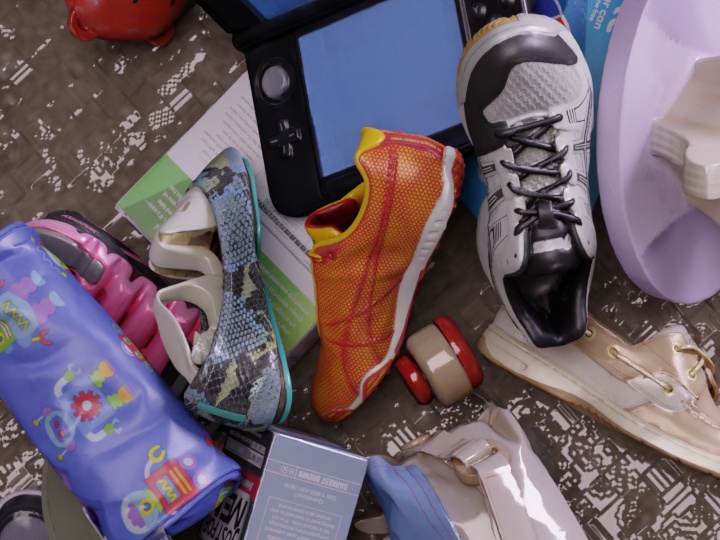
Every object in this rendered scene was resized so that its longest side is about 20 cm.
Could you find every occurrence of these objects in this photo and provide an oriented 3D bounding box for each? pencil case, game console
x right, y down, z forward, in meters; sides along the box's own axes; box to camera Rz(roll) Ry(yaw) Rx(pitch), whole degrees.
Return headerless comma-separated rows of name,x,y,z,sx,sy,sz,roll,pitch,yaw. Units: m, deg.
pencil case,-0.154,0.071,1.471,0.087,0.078,0.200,-41,82,1
game console,-0.015,-0.141,1.488,0.199,0.116,0.177,-19,75,36

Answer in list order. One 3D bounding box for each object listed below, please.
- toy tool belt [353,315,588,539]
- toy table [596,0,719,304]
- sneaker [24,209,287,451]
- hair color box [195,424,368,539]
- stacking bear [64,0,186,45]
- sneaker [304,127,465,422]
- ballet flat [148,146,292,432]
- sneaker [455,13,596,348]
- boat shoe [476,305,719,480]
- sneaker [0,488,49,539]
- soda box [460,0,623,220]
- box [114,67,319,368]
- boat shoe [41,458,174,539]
toy tool belt,0.046,0.137,1.493,0.122,0.125,0.201,-30,74,-4
toy table,0.209,-0.071,1.435,0.117,0.183,0.202,19,124,49
sneaker,-0.121,0.032,1.570,0.200,0.095,0.079,41,102,-9
hair color box,-0.062,0.188,1.499,0.060,0.099,0.202,16,89,-16
stacking bear,-0.140,-0.237,1.610,0.113,0.121,0.202,1,90,47
sneaker,0.000,0.000,1.515,0.077,0.073,0.201,17,123,-1
ballet flat,-0.085,0.004,1.497,0.074,0.074,0.201,-21,45,7
sneaker,0.099,-0.044,1.427,0.075,0.201,0.088,-14,44,-3
boat shoe,0.164,0.061,1.507,0.199,0.074,0.070,27,92,16
sneaker,-0.179,0.217,1.526,0.075,0.114,0.202,-16,77,8
soda box,0.120,-0.120,1.507,0.067,0.064,0.201,14,108,-23
box,-0.028,-0.059,1.590,0.200,0.036,0.144,-45,74,-1
boat shoe,-0.138,0.148,1.533,0.072,0.060,0.202,-41,40,32
